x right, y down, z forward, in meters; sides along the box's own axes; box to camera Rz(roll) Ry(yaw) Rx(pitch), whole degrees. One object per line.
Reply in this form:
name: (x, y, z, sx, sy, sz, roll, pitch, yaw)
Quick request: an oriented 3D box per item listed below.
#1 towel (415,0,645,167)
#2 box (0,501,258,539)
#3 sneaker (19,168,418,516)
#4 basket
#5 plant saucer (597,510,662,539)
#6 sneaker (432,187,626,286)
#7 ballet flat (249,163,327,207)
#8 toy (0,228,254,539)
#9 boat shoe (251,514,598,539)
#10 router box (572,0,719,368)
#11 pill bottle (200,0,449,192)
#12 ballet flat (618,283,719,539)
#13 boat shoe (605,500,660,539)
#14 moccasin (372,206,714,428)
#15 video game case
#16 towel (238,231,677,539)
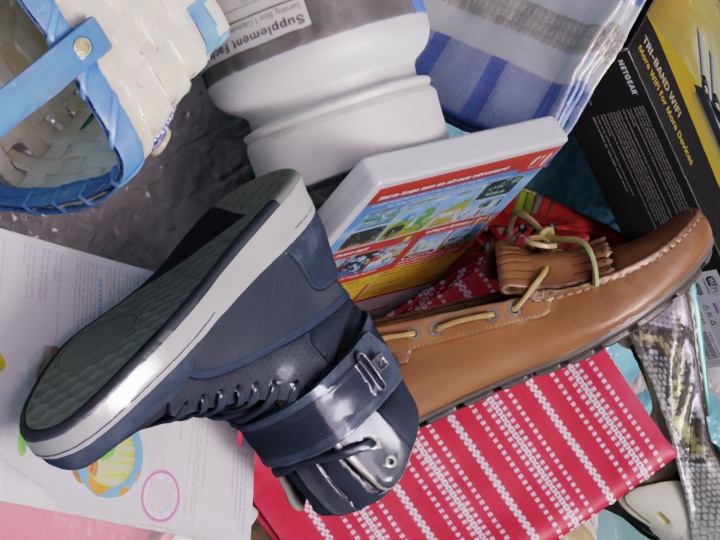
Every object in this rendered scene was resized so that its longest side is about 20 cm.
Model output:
towel: (0.087, -0.165, 1.371, 0.201, 0.147, 0.024, -61, 149, -4)
box: (-0.170, 0.092, 1.274, 0.200, 0.128, 0.109, 42, 77, -31)
sneaker: (-0.052, 0.065, 1.172, 0.202, 0.077, 0.147, -44, 114, -44)
basket: (-0.168, -0.082, 1.213, 0.200, 0.176, 0.139, -37, 106, -28)
plant saucer: (0.091, 0.176, 1.502, 0.199, 0.036, 0.201, -6, 101, -30)
sneaker: (0.082, -0.017, 1.429, 0.199, 0.085, 0.077, 11, 93, -33)
ballet flat: (-0.036, -0.031, 1.356, 0.068, 0.068, 0.201, 19, 91, 7)
toy: (-0.128, 0.052, 1.183, 0.200, 0.047, 0.116, 19, 72, -47)
boat shoe: (0.025, 0.140, 1.390, 0.199, 0.069, 0.074, -7, 116, 4)
router box: (0.182, -0.072, 1.453, 0.201, 0.052, 0.157, 62, 35, -25)
pill bottle: (-0.033, -0.141, 1.283, 0.113, 0.114, 0.201, -19, 90, -27)
ballet flat: (0.161, 0.091, 1.400, 0.072, 0.072, 0.201, -17, 94, -27)
boat shoe: (0.099, 0.089, 1.437, 0.200, 0.069, 0.057, 42, 80, -22)
moccasin: (0.079, 0.013, 1.328, 0.201, 0.074, 0.078, -23, 93, 3)
video game case: (0.000, 0.000, 1.322, 0.143, 0.200, 0.017, -15, 65, -46)
towel: (0.040, 0.088, 1.356, 0.200, 0.022, 0.145, -32, 80, -6)
